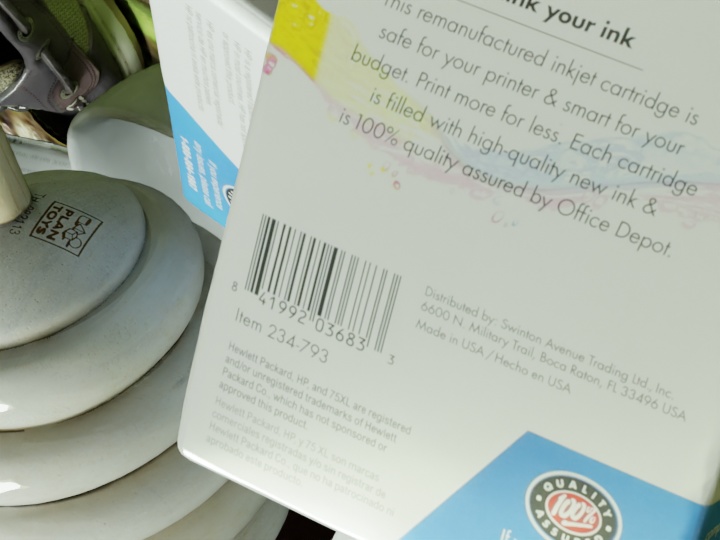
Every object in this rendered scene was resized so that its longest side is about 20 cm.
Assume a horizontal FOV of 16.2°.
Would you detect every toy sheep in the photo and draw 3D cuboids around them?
[{"bbox_3d":[-0.087,0.035,0.765,0.138,0.138,0.200,25,151,42],"label":"toy sheep"}]

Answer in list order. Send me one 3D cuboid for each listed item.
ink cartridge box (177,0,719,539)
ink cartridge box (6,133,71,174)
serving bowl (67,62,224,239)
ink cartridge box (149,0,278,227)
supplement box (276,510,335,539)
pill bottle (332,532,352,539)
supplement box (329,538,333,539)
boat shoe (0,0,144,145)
[{"bbox_3d":[0.046,-0.038,0.499,0.116,0.067,0.201,24,112,22],"label":"ink cartridge box"},{"bbox_3d":[-0.133,0.053,0.923,0.050,0.201,0.109,15,180,-34],"label":"ink cartridge box"},{"bbox_3d":[0.000,0.000,0.810,0.200,0.066,0.200,37,161,14],"label":"serving bowl"},{"bbox_3d":[0.050,-0.018,0.630,0.200,0.084,0.145,37,162,14],"label":"ink cartridge box"},{"bbox_3d":[-0.078,0.155,1.012,0.197,0.201,0.133,23,174,-32],"label":"supplement box"},{"bbox_3d":[0.091,0.126,0.732,0.200,0.113,0.113,21,174,-30],"label":"pill bottle"},{"bbox_3d":[-0.008,0.167,0.848,0.131,0.104,0.200,16,153,-32],"label":"supplement box"},{"bbox_3d":[-0.124,-0.087,0.860,0.072,0.065,0.200,33,164,14],"label":"boat shoe"}]
